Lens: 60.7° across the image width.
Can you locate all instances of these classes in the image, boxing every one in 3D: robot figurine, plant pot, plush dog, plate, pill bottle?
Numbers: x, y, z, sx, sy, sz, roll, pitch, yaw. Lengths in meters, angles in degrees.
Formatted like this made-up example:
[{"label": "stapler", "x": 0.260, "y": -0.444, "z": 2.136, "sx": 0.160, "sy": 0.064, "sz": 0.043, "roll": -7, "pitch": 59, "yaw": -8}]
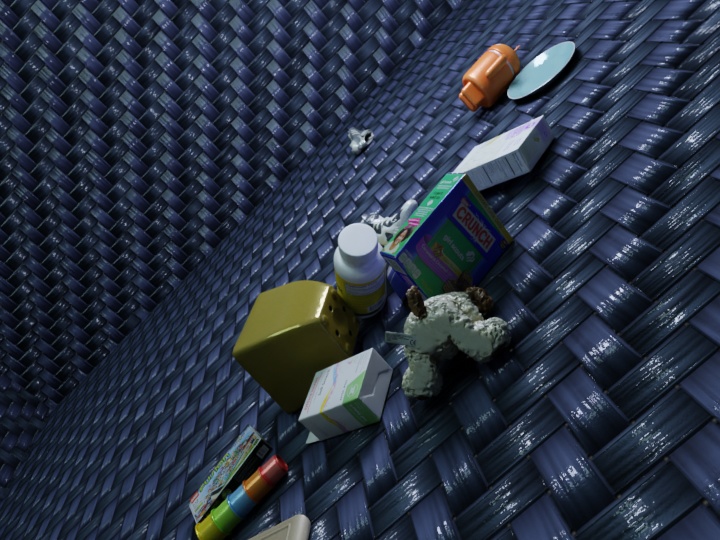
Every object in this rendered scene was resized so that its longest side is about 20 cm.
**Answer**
[{"label": "robot figurine", "x": 0.358, "y": -0.534, "z": 1.689, "sx": 0.200, "sy": 0.144, "sz": 0.116, "roll": -46, "pitch": 51, "yaw": -2}, {"label": "plant pot", "x": -0.113, "y": 0.141, "z": 1.289, "sx": 0.197, "sy": 0.195, "sz": 0.198, "roll": -25, "pitch": 28, "yaw": 29}, {"label": "plush dog", "x": 0.132, "y": 0.090, "z": 1.002, "sx": 0.198, "sy": 0.163, "sz": 0.171, "roll": -36, "pitch": -4, "yaw": 17}, {"label": "plate", "x": 0.462, "y": -0.501, "z": 1.562, "sx": 0.199, "sy": 0.026, "sz": 0.202, "roll": -39, "pitch": 23, "yaw": 20}, {"label": "pill bottle", "x": 0.000, "y": 0.000, "z": 1.278, "sx": 0.107, "sy": 0.203, "sz": 0.114, "roll": -1, "pitch": 53, "yaw": 2}]

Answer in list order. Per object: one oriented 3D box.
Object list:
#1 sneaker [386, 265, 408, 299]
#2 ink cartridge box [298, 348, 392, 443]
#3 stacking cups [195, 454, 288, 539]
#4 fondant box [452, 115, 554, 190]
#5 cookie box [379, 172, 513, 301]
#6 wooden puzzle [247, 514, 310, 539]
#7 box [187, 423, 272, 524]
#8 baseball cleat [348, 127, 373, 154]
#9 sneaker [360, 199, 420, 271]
[{"label": "sneaker", "x": 0.142, "y": -0.022, "z": 1.235, "sx": 0.199, "sy": 0.081, "sz": 0.115, "roll": -43, "pitch": 19, "yaw": 4}, {"label": "ink cartridge box", "x": -0.041, "y": 0.236, "z": 1.137, "sx": 0.197, "sy": 0.067, "sz": 0.119, "roll": -29, "pitch": 27, "yaw": 36}, {"label": "stacking cups", "x": -0.220, "y": 0.425, "z": 1.144, "sx": 0.200, "sy": 0.060, "sz": 0.061, "roll": -46, "pitch": 21, "yaw": 0}, {"label": "fondant box", "x": 0.303, "y": -0.243, "z": 1.328, "sx": 0.197, "sy": 0.059, "sz": 0.145, "roll": -16, "pitch": 26, "yaw": 50}, {"label": "cookie box", "x": 0.159, "y": -0.045, "z": 1.122, "sx": 0.201, "sy": 0.171, "sz": 0.075, "roll": -49, "pitch": 25, "yaw": -9}, {"label": "wooden puzzle", "x": -0.166, "y": 0.498, "z": 0.961, "sx": 0.197, "sy": 0.037, "sz": 0.187, "roll": -30, "pitch": 26, "yaw": 25}, {"label": "box", "x": -0.272, "y": 0.426, "z": 1.277, "sx": 0.202, "sy": 0.035, "sz": 0.109, "roll": -52, "pitch": 22, "yaw": -15}, {"label": "baseball cleat", "x": 0.004, "y": -0.523, "z": 2.418, "sx": 0.105, "sy": 0.070, "sz": 0.203, "roll": -31, "pitch": 34, "yaw": 17}, {"label": "sneaker", "x": 0.054, "y": -0.104, "z": 1.383, "sx": 0.079, "sy": 0.130, "sz": 0.202, "roll": -29, "pitch": -26, "yaw": -36}]
